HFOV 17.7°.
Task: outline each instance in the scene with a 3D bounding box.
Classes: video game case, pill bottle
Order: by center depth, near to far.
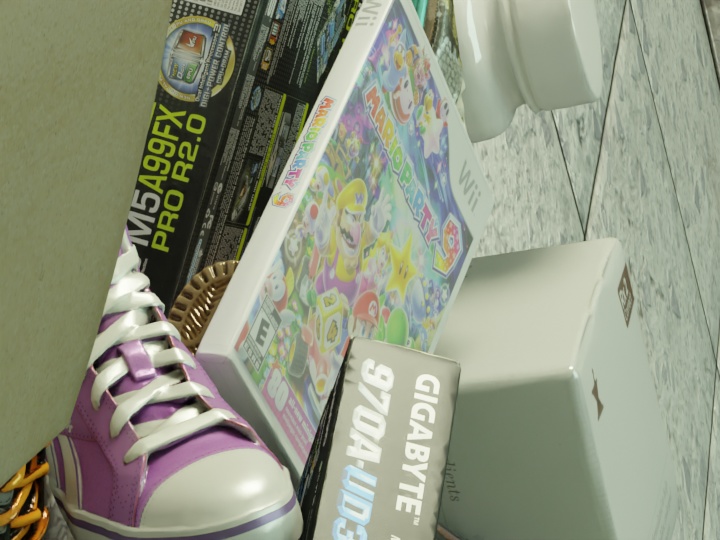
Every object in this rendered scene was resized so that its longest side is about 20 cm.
[{"bbox_3d":[0.000,0.000,0.967,0.200,0.018,0.143,-67,147,-33],"label":"video game case"},{"bbox_3d":[0.015,-0.114,1.160,0.113,0.200,0.114,-9,90,-77],"label":"pill bottle"}]

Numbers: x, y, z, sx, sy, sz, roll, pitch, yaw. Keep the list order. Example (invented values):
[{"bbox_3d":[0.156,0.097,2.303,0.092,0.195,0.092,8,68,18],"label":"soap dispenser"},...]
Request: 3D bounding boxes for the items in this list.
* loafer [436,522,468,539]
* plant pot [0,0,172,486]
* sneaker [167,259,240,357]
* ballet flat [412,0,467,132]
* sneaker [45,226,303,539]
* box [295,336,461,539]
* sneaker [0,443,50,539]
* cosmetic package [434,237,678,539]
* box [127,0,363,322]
[{"bbox_3d":[0.003,0.130,1.045,0.072,0.200,0.063,-63,-178,2],"label":"loafer"},{"bbox_3d":[-0.161,-0.026,0.594,0.200,0.200,0.177,-48,139,-68],"label":"plant pot"},{"bbox_3d":[-0.064,0.105,0.974,0.112,0.071,0.200,53,56,-68],"label":"sneaker"},{"bbox_3d":[0.013,-0.044,1.072,0.201,0.072,0.072,-69,159,-5],"label":"ballet flat"},{"bbox_3d":[-0.091,0.033,0.844,0.200,0.073,0.114,30,-46,53],"label":"sneaker"},{"bbox_3d":[-0.014,0.148,0.839,0.159,0.046,0.200,108,-6,-47],"label":"box"},{"bbox_3d":[-0.138,0.057,0.805,0.078,0.077,0.200,-64,144,-64],"label":"sneaker"},{"bbox_3d":[0.041,0.099,1.158,0.165,0.200,0.165,-60,139,-63],"label":"cosmetic package"},{"bbox_3d":[-0.058,-0.054,1.035,0.160,0.044,0.200,8,99,-76],"label":"box"}]
